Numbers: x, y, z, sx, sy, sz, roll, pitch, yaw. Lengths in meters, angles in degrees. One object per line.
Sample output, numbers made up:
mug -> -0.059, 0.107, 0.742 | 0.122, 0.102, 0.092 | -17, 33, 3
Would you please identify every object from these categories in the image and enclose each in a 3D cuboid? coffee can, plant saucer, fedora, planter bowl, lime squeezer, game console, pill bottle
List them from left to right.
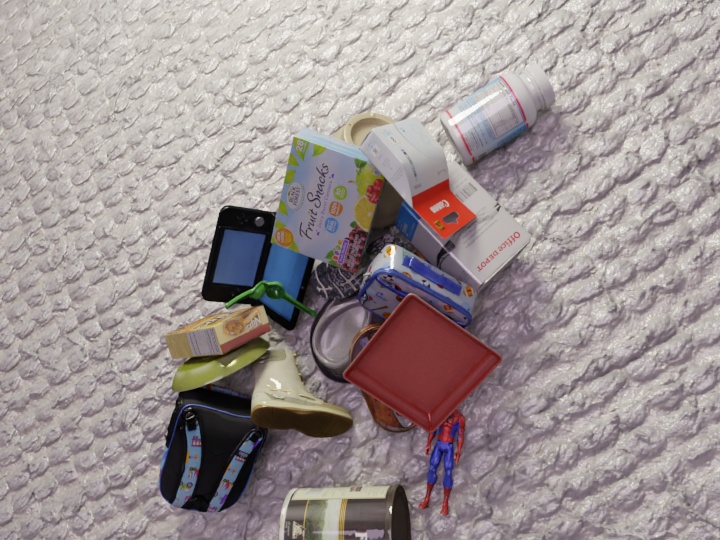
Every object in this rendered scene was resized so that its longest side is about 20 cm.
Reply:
plant saucer -> -0.266, 0.166, 1.197 | 0.196, 0.200, 0.032 | -20, 99, 12
game console -> -0.195, -0.001, 1.213 | 0.119, 0.167, 0.204 | 48, 126, 53
lime squeezer -> -0.172, 0.051, 1.170 | 0.038, 0.197, 0.072 | -35, 59, 38
coffee can -> -0.023, 0.447, 1.090 | 0.195, 0.146, 0.150 | -7, 76, 16
fedora -> -0.018, 0.112, 1.187 | 0.200, 0.090, 0.178 | -43, 70, 4
planter bowl -> 0.018, -0.199, 1.173 | 0.195, 0.136, 0.204 | 6, 56, -9
plant saucer -> 0.102, 0.153, 1.070 | 0.198, 0.037, 0.201 | 34, 114, -12
pill bottle -> 0.254, -0.292, 1.180 | 0.197, 0.109, 0.110 | -31, 72, 8

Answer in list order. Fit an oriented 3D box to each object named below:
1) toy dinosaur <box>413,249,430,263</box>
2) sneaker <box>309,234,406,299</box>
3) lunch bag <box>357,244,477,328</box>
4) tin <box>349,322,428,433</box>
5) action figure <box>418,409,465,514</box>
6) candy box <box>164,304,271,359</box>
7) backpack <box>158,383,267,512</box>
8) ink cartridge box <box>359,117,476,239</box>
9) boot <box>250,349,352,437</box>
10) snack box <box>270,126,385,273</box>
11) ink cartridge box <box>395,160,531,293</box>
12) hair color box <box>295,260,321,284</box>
toy dinosaur -> 0.137, -0.032, 1.187 | 0.199, 0.060, 0.107 | -40, 69, 5
sneaker -> 0.000, 0.000, 1.210 | 0.196, 0.086, 0.079 | -22, 84, 9
lunch bag -> 0.093, 0.042, 1.091 | 0.197, 0.160, 0.077 | 27, 60, -8
tin -> 0.051, 0.189, 1.131 | 0.110, 0.042, 0.204 | -22, 102, 0
action figure -> 0.147, 0.317, 1.119 | 0.064, 0.052, 0.205 | 7, 79, 23
candy box -> -0.272, 0.118, 1.202 | 0.198, 0.114, 0.057 | -13, 98, 47
backpack -> -0.278, 0.330, 1.173 | 0.179, 0.134, 0.204 | 17, 99, -24
ink cartridge box -> 0.108, -0.156, 1.038 | 0.200, 0.159, 0.047 | 48, 124, 8
boot -> -0.112, 0.226, 1.193 | 0.073, 0.196, 0.156 | -61, 26, 30
snack box -> -0.053, -0.119, 1.097 | 0.165, 0.068, 0.204 | 19, 117, 2
ink cartridge box -> 0.180, -0.069, 1.133 | 0.144, 0.085, 0.200 | -38, 75, -22
hair color box -> -0.063, -0.081, 1.257 | 0.200, 0.064, 0.111 | -44, 69, 6
